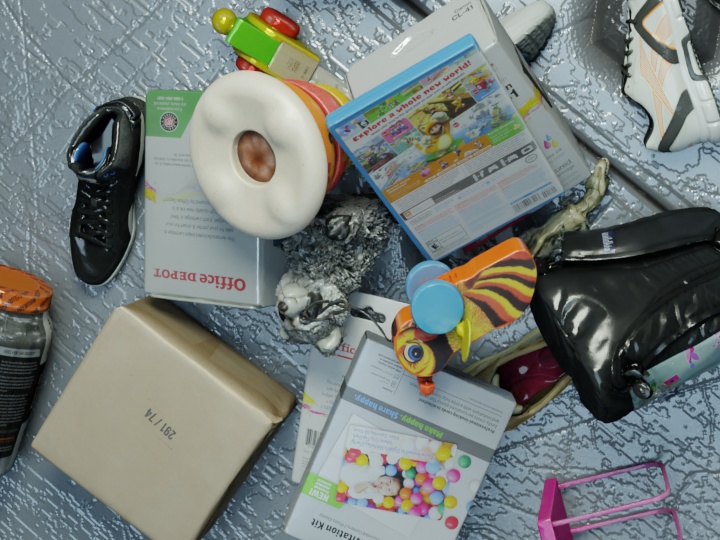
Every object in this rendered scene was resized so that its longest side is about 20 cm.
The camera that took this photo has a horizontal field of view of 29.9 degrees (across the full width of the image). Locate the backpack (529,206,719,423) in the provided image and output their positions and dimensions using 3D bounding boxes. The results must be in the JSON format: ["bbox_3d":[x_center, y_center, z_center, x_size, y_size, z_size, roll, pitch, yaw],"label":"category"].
[{"bbox_3d":[0.265,0.033,1.210,0.198,0.127,0.168,-25,65,-9],"label":"backpack"}]

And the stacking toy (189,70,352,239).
[{"bbox_3d":[-0.045,-0.125,1.213,0.144,0.199,0.148,14,118,30],"label":"stacking toy"}]

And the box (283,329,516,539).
[{"bbox_3d":[0.035,0.179,1.260,0.154,0.041,0.202,24,99,-5],"label":"box"}]

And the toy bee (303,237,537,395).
[{"bbox_3d":[0.067,0.048,1.194,0.197,0.131,0.110,-10,112,23],"label":"toy bee"}]

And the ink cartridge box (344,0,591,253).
[{"bbox_3d":[0.099,-0.130,1.220,0.147,0.200,0.086,-31,45,15],"label":"ink cartridge box"}]

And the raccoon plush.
[{"bbox_3d":[0.000,0.000,1.266,0.198,0.096,0.136,-10,108,-32],"label":"raccoon plush"}]

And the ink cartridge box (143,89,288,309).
[{"bbox_3d":[-0.133,-0.072,1.315,0.143,0.087,0.204,6,97,29],"label":"ink cartridge box"}]

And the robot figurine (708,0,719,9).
[{"bbox_3d":[0.382,-0.274,1.210,0.144,0.058,0.201,-38,89,13],"label":"robot figurine"}]

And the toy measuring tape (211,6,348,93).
[{"bbox_3d":[-0.058,-0.202,1.324,0.198,0.074,0.074,28,102,-16],"label":"toy measuring tape"}]

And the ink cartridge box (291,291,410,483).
[{"bbox_3d":[0.008,0.119,1.324,0.114,0.068,0.203,13,100,23],"label":"ink cartridge box"}]

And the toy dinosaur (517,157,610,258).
[{"bbox_3d":[0.168,-0.025,1.272,0.199,0.088,0.048,-40,90,14],"label":"toy dinosaur"}]

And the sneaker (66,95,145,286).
[{"bbox_3d":[-0.267,-0.078,1.346,0.072,0.112,0.203,18,100,10],"label":"sneaker"}]

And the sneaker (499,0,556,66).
[{"bbox_3d":[0.091,-0.206,1.277,0.198,0.074,0.088,-29,72,8],"label":"sneaker"}]

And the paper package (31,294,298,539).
[{"bbox_3d":[-0.197,0.155,1.365,0.199,0.103,0.192,36,102,5],"label":"paper package"}]

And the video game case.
[{"bbox_3d":[0.077,-0.099,1.171,0.142,0.018,0.200,-27,134,13],"label":"video game case"}]

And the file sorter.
[{"bbox_3d":[0.254,0.298,1.268,0.124,0.139,0.203,-15,94,12],"label":"file sorter"}]

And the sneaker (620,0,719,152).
[{"bbox_3d":[0.268,-0.202,1.237,0.079,0.074,0.203,-19,92,15],"label":"sneaker"}]

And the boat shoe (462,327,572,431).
[{"bbox_3d":[0.138,0.117,1.306,0.200,0.066,0.074,-42,89,16],"label":"boat shoe"}]

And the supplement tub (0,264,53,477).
[{"bbox_3d":[-0.390,0.102,1.389,0.121,0.122,0.203,22,101,8],"label":"supplement tub"}]
